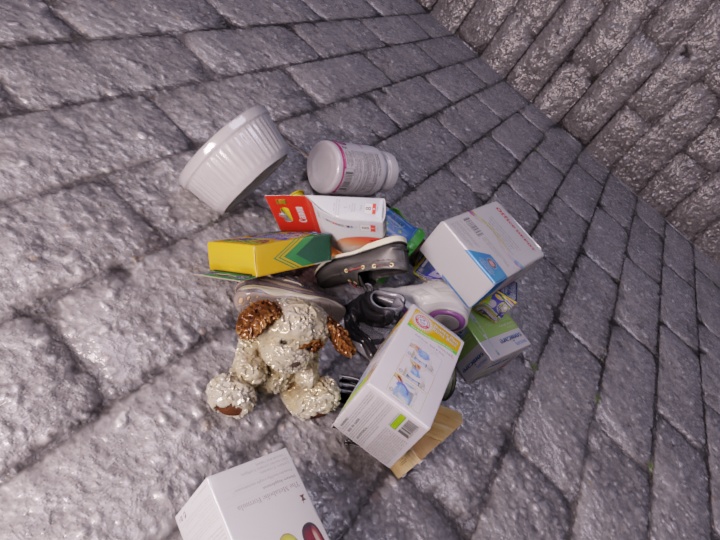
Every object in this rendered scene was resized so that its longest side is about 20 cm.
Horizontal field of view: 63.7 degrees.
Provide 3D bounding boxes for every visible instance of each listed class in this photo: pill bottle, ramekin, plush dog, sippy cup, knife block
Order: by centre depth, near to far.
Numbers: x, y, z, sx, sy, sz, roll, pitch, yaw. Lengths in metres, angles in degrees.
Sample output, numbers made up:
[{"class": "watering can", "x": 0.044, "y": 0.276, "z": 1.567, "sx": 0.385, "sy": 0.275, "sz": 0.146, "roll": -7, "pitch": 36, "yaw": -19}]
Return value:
[{"class": "plush dog", "x": -0.106, "y": 0.106, "z": 0.814, "sx": 0.198, "sy": 0.172, "sz": 0.162, "roll": 12, "pitch": 43, "yaw": -31}, {"class": "knife block", "x": 0.049, "y": 0.223, "z": 0.918, "sx": 0.199, "sy": 0.064, "sz": 0.176, "roll": -19, "pitch": 65, "yaw": -49}, {"class": "ramekin", "x": -0.216, "y": -0.189, "z": 1.027, "sx": 0.094, "sy": 0.202, "sz": 0.203, "roll": 48, "pitch": 35, "yaw": -8}, {"class": "sippy cup", "x": 0.038, "y": -0.067, "z": 1.150, "sx": 0.130, "sy": 0.140, "sz": 0.178, "roll": 44, "pitch": 3, "yaw": -3}, {"class": "pill bottle", "x": -0.013, "y": -0.227, "z": 1.306, "sx": 0.198, "sy": 0.114, "sz": 0.114, "roll": -4, "pitch": 53, "yaw": -45}]

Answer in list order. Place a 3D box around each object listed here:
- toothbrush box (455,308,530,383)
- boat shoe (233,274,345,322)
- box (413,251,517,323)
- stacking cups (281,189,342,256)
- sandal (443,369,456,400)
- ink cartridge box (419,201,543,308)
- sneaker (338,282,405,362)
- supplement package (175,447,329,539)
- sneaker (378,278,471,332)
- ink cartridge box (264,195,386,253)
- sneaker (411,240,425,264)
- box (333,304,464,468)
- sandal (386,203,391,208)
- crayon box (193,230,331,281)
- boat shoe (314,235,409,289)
[{"class": "toothbrush box", "x": 0.225, "y": 0.107, "z": 1.179, "sx": 0.145, "sy": 0.086, "sz": 0.201, "roll": -11, "pitch": 57, "yaw": -44}, {"class": "boat shoe", "x": -0.113, "y": 0.040, "z": 0.964, "sx": 0.198, "sy": 0.075, "sz": 0.074, "roll": 16, "pitch": 42, "yaw": -31}, {"class": "box", "x": 0.205, "y": 0.015, "z": 1.130, "sx": 0.199, "sy": 0.070, "sz": 0.065, "roll": 31, "pitch": 38, "yaw": -8}, {"class": "stacking cups", "x": -0.072, "y": -0.066, "z": 1.127, "sx": 0.200, "sy": 0.061, "sz": 0.060, "roll": 49, "pitch": 37, "yaw": 10}, {"class": "sandal", "x": 0.132, "y": 0.143, "z": 1.072, "sx": 0.057, "sy": 0.080, "sz": 0.203, "roll": 9, "pitch": 44, "yaw": -14}, {"class": "ink cartridge box", "x": 0.228, "y": -0.035, "z": 1.073, "sx": 0.199, "sy": 0.085, "sz": 0.145, "roll": -22, "pitch": 68, "yaw": -44}, {"class": "sneaker", "x": 0.054, "y": 0.112, "z": 1.000, "sx": 0.200, "sy": 0.114, "sz": 0.075, "roll": 43, "pitch": 36, "yaw": 6}, {"class": "supplement package", "x": -0.103, "y": 0.324, "z": 0.636, "sx": 0.113, "sy": 0.110, "sz": 0.201, "roll": -7, "pitch": 56, "yaw": -44}, {"class": "sneaker", "x": 0.117, "y": 0.059, "z": 1.083, "sx": 0.198, "sy": 0.076, "sz": 0.100, "roll": 9, "pitch": 43, "yaw": 28}, {"class": "ink cartridge box", "x": -0.054, "y": -0.075, "z": 0.993, "sx": 0.197, "sy": 0.162, "sz": 0.051, "roll": 0, "pitch": 72, "yaw": 3}, {"class": "sneaker", "x": 0.207, "y": -0.014, "z": 1.308, "sx": 0.199, "sy": 0.071, "sz": 0.076, "roll": 31, "pitch": 35, "yaw": -12}, {"class": "box", "x": 0.061, "y": 0.161, "z": 0.845, "sx": 0.101, "sy": 0.113, "sz": 0.200, "roll": 36, "pitch": 38, "yaw": 2}, {"class": "sandal", "x": -0.008, "y": -0.110, "z": 1.229, "sx": 0.199, "sy": 0.076, "sz": 0.048, "roll": -8, "pitch": 11, "yaw": -38}, {"class": "crayon box", "x": -0.159, "y": -0.029, "z": 0.956, "sx": 0.199, "sy": 0.125, "sz": 0.052, "roll": -15, "pitch": 106, "yaw": -48}, {"class": "boat shoe", "x": -0.002, "y": 0.000, "z": 1.017, "sx": 0.073, "sy": 0.200, "sz": 0.064, "roll": 14, "pitch": 63, "yaw": -52}]
